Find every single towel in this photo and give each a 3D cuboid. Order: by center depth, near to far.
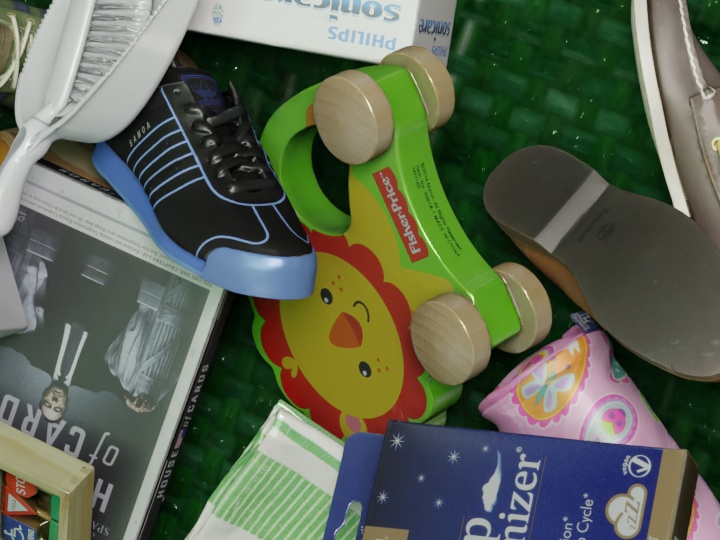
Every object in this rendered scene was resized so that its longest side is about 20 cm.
[{"bbox_3d":[-0.038,0.189,1.441,0.152,0.023,0.201,32,107,-6],"label":"towel"}]

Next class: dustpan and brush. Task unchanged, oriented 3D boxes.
[{"bbox_3d":[-0.157,-0.093,1.381,0.139,0.057,0.202,9,81,58],"label":"dustpan and brush"}]

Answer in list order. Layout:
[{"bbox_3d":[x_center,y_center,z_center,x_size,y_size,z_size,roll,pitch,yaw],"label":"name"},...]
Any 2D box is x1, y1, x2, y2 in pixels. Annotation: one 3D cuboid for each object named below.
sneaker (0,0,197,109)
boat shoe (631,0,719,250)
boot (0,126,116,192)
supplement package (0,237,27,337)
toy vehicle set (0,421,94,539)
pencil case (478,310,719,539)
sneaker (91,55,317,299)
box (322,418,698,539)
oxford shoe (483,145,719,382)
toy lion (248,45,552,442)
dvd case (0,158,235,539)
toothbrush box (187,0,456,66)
[{"bbox_3d":[-0.195,-0.119,1.473,0.199,0.090,0.068,17,97,17],"label":"sneaker"},{"bbox_3d":[0.187,-0.060,1.361,0.059,0.072,0.202,-13,92,12],"label":"boat shoe"},{"bbox_3d":[-0.223,-0.019,1.507,0.200,0.071,0.145,24,107,18],"label":"boot"},{"bbox_3d":[-0.314,-0.006,1.362,0.199,0.191,0.148,-18,85,14],"label":"supplement package"},{"bbox_3d":[-0.211,0.166,1.444,0.123,0.027,0.201,22,130,18],"label":"toy vehicle set"},{"bbox_3d":[0.149,0.123,1.376,0.087,0.087,0.201,-38,80,16],"label":"pencil case"},{"bbox_3d":[-0.083,-0.057,1.377,0.200,0.070,0.078,40,124,44],"label":"sneaker"},{"bbox_3d":[0.066,0.143,1.325,0.198,0.032,0.122,4,69,25],"label":"box"},{"bbox_3d":[0.144,0.004,1.342,0.071,0.071,0.200,-41,42,-4],"label":"oxford shoe"},{"bbox_3d":[0.000,0.000,1.394,0.191,0.068,0.201,-21,94,50],"label":"toy lion"},{"bbox_3d":[-0.160,0.054,1.432,0.149,0.025,0.201,23,100,17],"label":"dvd case"},{"bbox_3d":[-0.014,-0.218,1.411,0.145,0.085,0.202,10,95,16],"label":"toothbrush box"}]
